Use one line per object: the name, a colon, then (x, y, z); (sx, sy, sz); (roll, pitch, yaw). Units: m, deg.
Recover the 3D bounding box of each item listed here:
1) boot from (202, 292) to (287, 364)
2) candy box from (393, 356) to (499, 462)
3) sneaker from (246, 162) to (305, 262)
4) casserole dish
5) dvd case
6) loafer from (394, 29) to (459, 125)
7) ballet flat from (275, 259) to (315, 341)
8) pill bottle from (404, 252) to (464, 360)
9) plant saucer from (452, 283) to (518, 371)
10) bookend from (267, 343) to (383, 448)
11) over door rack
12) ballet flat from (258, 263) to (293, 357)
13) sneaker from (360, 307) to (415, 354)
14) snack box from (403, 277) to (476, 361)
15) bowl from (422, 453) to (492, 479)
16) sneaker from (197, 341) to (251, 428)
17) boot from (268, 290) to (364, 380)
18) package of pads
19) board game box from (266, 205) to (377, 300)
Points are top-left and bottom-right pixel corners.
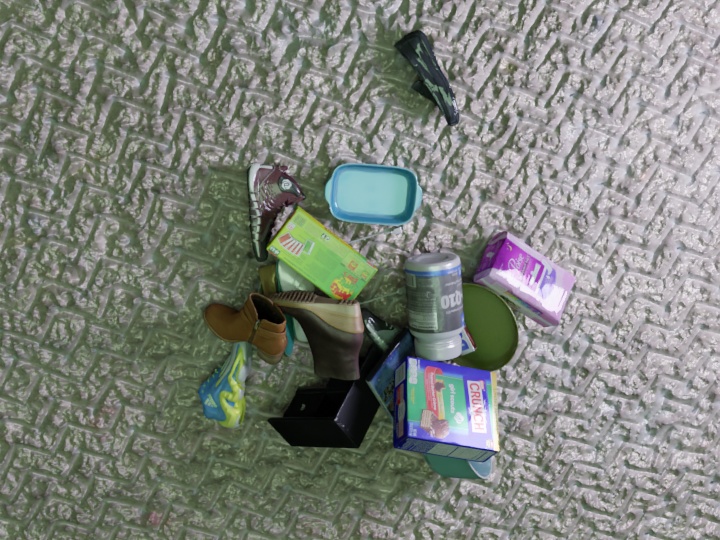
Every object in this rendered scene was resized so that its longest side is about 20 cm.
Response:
boot: (-0.230, 0.096, 1.638); (0.200, 0.155, 0.077); (37, 57, 16)
candy box: (0.170, 0.276, 1.627); (0.199, 0.077, 0.170); (13, 58, -18)
sneaker: (-0.166, -0.117, 1.654); (0.115, 0.076, 0.201); (-4, 103, -8)
casserole dish: (0.025, -0.158, 1.682); (0.199, 0.039, 0.122); (4, 103, -6)
dvd case: (0.090, 0.233, 1.716); (0.143, 0.018, 0.200); (-51, 134, -24)
loafer: (0.134, -0.374, 1.629); (0.070, 0.068, 0.201); (-27, 100, 9)
ballet flat: (-0.117, 0.059, 1.689); (0.069, 0.069, 0.201); (-14, 117, -2)
pill bottle: (0.150, 0.072, 1.654); (0.113, 0.114, 0.201); (-6, 103, -4)
plant saucer: (0.244, 0.117, 1.729); (0.199, 0.031, 0.201); (13, 115, 30)
bookend: (-0.058, 0.264, 1.727); (0.092, 0.198, 0.200); (53, 49, -28)
over door rack: (0.000, 0.000, 1.701); (0.199, 0.067, 0.148); (-14, 104, -2)
ballet flat: (-0.178, 0.082, 1.715); (0.063, 0.069, 0.201); (2, 102, 21)
sneaker: (0.076, 0.120, 1.732); (0.115, 0.075, 0.200); (-40, 126, -5)
snack box: (0.168, 0.089, 1.729); (0.072, 0.024, 0.200); (-26, 93, 28)
bowl: (0.192, 0.361, 1.762); (0.105, 0.201, 0.201); (-24, 106, 22)
sneaker: (-0.289, 0.228, 1.724); (0.105, 0.076, 0.201); (8, 92, 4)
boot: (-0.092, 0.131, 1.630); (0.199, 0.072, 0.167); (8, 109, 14)
package of pads: (0.345, 0.018, 1.719); (0.200, 0.076, 0.121); (32, 64, -13)
board game box: (-0.076, -0.026, 1.631); (0.200, 0.048, 0.102); (37, 98, -11)
